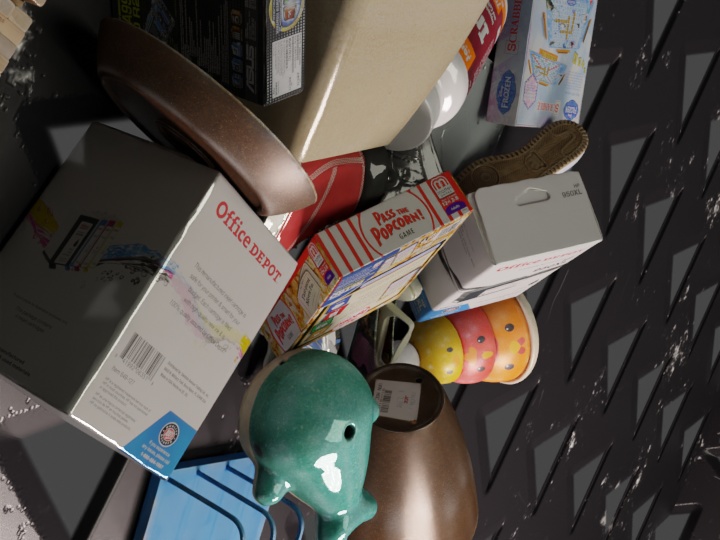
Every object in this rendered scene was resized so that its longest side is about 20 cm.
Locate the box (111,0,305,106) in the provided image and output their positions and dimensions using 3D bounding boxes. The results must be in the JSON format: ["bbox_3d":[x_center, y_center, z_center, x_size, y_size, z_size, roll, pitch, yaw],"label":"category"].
[{"bbox_3d":[-0.109,-0.233,0.821,0.044,0.159,0.202,-30,132,-43],"label":"box"}]

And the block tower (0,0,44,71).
[{"bbox_3d":[-0.234,-0.187,0.744,0.201,0.057,0.054,-61,148,-8],"label":"block tower"}]

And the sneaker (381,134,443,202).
[{"bbox_3d":[0.027,-0.101,1.204,0.103,0.060,0.201,-27,112,-12],"label":"sneaker"}]

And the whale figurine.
[{"bbox_3d":[-0.030,0.171,1.102,0.159,0.103,0.202,-34,115,-33],"label":"whale figurine"}]

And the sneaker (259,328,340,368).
[{"bbox_3d":[-0.065,0.118,1.212,0.077,0.075,0.202,-27,121,-38],"label":"sneaker"}]

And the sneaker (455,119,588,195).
[{"bbox_3d":[0.178,-0.096,1.398,0.199,0.070,0.109,-30,162,-21],"label":"sneaker"}]

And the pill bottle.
[{"bbox_3d":[0.060,-0.206,1.107,0.114,0.112,0.201,80,28,-43],"label":"pill bottle"}]

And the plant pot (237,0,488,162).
[{"bbox_3d":[-0.034,-0.200,0.944,0.199,0.199,0.178,-19,135,-51],"label":"plant pot"}]

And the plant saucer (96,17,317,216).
[{"bbox_3d":[-0.119,-0.101,0.855,0.035,0.199,0.200,-53,147,-11],"label":"plant saucer"}]

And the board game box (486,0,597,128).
[{"bbox_3d":[0.220,-0.269,1.398,0.199,0.041,0.202,-6,106,-59],"label":"board game box"}]

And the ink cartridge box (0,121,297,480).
[{"bbox_3d":[-0.175,0.021,0.894,0.201,0.144,0.147,-58,148,-15],"label":"ink cartridge box"}]

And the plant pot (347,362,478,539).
[{"bbox_3d":[0.041,0.202,1.289,0.187,0.186,0.201,-44,149,-34],"label":"plant pot"}]

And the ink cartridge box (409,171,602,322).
[{"bbox_3d":[0.146,-0.024,1.286,0.143,0.085,0.200,-13,166,-25],"label":"ink cartridge box"}]

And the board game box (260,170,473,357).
[{"bbox_3d":[0.000,0.000,1.082,0.151,0.047,0.200,-27,167,-29],"label":"board game box"}]

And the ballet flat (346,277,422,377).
[{"bbox_3d":[0.029,0.039,1.299,0.069,0.071,0.202,-29,133,-55],"label":"ballet flat"}]

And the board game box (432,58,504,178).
[{"bbox_3d":[0.098,-0.148,1.331,0.200,0.026,0.202,20,92,-60],"label":"board game box"}]

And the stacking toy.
[{"bbox_3d":[0.103,0.093,1.428,0.199,0.146,0.147,-19,127,-31],"label":"stacking toy"}]

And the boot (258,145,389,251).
[{"bbox_3d":[-0.055,-0.036,1.038,0.143,0.073,0.200,-7,146,-40],"label":"boot"}]

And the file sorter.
[{"bbox_3d":[-0.116,0.273,1.172,0.199,0.122,0.140,3,107,-58],"label":"file sorter"}]
